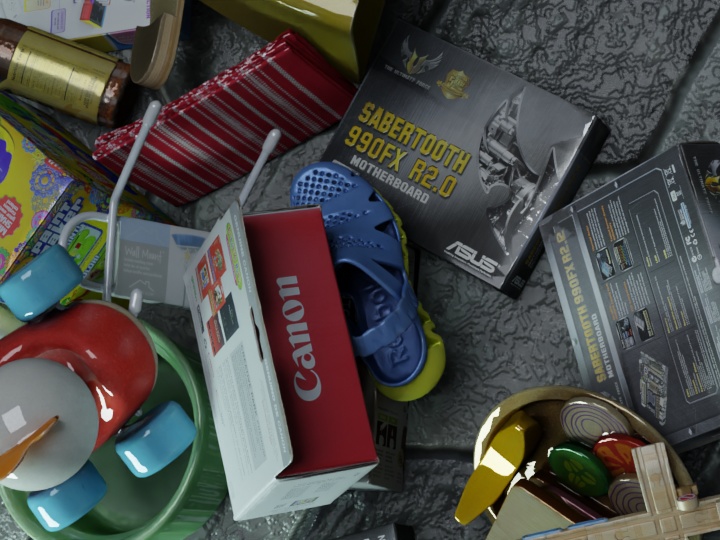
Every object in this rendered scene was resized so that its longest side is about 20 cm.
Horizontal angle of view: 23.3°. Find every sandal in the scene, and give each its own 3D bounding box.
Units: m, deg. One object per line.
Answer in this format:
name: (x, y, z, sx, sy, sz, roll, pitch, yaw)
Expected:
sandal: (0.000, 0.000, 1.326, 0.079, 0.087, 0.201, -32, 68, 12)
sandal: (-0.143, -0.254, 1.522, 0.077, 0.069, 0.213, -3, 73, 58)

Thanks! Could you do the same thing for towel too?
towel: (-0.107, -0.122, 1.451, 0.199, 0.145, 0.023, -27, 64, 17)

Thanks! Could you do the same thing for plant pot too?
plant pot: (-0.059, -0.287, 1.409, 0.175, 0.200, 0.201, 15, 85, 4)

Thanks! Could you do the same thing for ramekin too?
ramekin: (-0.198, 0.141, 1.459, 0.199, 0.098, 0.201, -5, 76, 22)

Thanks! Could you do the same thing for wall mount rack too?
wall mount rack: (-0.139, -0.036, 1.413, 0.074, 0.199, 0.175, -9, 75, 51)

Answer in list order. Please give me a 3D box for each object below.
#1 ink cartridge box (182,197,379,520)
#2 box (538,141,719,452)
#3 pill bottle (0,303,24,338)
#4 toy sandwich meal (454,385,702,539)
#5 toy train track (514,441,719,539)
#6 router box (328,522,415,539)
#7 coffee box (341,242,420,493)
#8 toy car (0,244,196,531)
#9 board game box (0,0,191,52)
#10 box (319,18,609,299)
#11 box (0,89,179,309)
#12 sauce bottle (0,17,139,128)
ink cartridge box: (-0.056, 0.063, 1.278, 0.083, 0.176, 0.201, -7, 73, -20)
box: (0.222, 0.028, 1.278, 0.158, 0.048, 0.201, -32, 68, 49)
pill bottle: (-0.355, 0.098, 1.520, 0.112, 0.112, 0.200, 45, 107, 25)
toy sandwich meal: (0.152, 0.179, 1.273, 0.204, 0.070, 0.206, 17, 125, 27)
toy train track: (0.173, 0.190, 1.217, 0.199, 0.033, 0.115, -15, 99, 12)
router box: (-0.012, 0.313, 1.366, 0.148, 0.051, 0.201, -18, 72, 17)
coffee box: (-0.021, 0.073, 1.407, 0.112, 0.080, 0.201, 1, 79, 22)
toy car: (-0.248, 0.113, 1.284, 0.176, 0.200, 0.185, -32, 99, 18)
board game box: (-0.251, -0.276, 1.605, 0.199, 0.040, 0.154, -5, 77, 22)
box: (0.078, -0.092, 1.418, 0.199, 0.048, 0.159, 30, 92, 25)
box: (-0.291, -0.060, 1.491, 0.200, 0.192, 0.122, 39, 95, 25)
sauce bottle: (-0.298, -0.187, 1.560, 0.199, 0.066, 0.066, 21, 87, 6)
